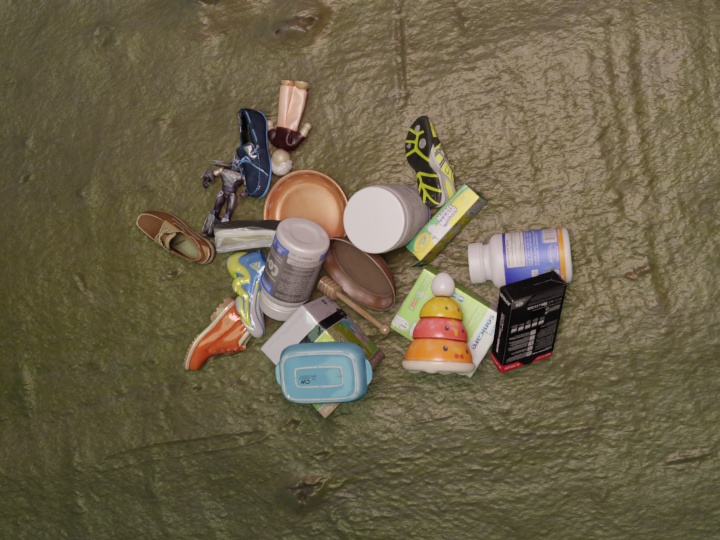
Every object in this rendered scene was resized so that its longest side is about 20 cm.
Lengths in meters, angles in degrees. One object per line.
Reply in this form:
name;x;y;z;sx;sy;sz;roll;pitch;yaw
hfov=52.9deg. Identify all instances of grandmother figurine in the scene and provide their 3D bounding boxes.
grandmother figurine;-0.162;-0.306;1.568;0.121;0.060;0.202;14;96;44

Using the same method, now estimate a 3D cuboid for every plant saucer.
plant saucer;0.000;0.000;1.518;0.200;0.201;0.035;38;63;7
plant saucer;-0.115;-0.119;1.589;0.198;0.037;0.203;1;95;14

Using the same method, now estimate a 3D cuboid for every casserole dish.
casserole dish;-0.077;0.203;1.405;0.198;0.039;0.123;-4;94;14

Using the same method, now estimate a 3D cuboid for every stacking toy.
stacking toy;0.156;0.103;1.428;0.144;0.146;0.202;0;81;13

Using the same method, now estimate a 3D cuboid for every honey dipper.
honey dipper;-0.012;0.079;1.551;0.199;0.038;0.038;36;103;27

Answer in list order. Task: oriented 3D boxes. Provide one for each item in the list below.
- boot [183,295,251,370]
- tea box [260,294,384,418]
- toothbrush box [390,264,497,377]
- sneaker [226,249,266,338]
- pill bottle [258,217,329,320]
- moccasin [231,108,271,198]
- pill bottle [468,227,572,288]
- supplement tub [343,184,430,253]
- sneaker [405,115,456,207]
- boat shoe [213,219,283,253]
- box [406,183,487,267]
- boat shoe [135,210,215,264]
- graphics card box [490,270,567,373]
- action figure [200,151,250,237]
boot;-0.320;0.168;1.647;0.107;0.075;0.200;40;101;1
tea box;-0.073;0.173;1.523;0.134;0.200;0.197;-44;86;12
toothbrush box;0.185;0.103;1.516;0.199;0.086;0.147;31;102;9
sneaker;-0.225;0.043;1.598;0.104;0.076;0.202;-22;77;8
pill bottle;-0.143;0.001;1.503;0.113;0.114;0.201;29;126;9
moccasin;-0.242;-0.253;1.561;0.080;0.068;0.202;-24;66;35
pill bottle;0.320;-0.022;1.460;0.198;0.112;0.113;-6;94;14
supplement tub;0.057;-0.107;1.461;0.131;0.200;0.134;3;98;21
sneaker;0.150;-0.224;1.508;0.075;0.076;0.202;-24;72;47
boat shoe;-0.215;-0.068;1.558;0.199;0.075;0.065;0;113;-1
box;0.170;-0.086;1.485;0.048;0.117;0.200;44;103;14
boat shoe;-0.424;-0.078;1.644;0.199;0.074;0.076;26;100;9
graphics card box;0.329;0.103;1.426;0.124;0.051;0.201;-15;133;-15
action figure;-0.296;-0.166;1.611;0.129;0.069;0.202;16;96;16
